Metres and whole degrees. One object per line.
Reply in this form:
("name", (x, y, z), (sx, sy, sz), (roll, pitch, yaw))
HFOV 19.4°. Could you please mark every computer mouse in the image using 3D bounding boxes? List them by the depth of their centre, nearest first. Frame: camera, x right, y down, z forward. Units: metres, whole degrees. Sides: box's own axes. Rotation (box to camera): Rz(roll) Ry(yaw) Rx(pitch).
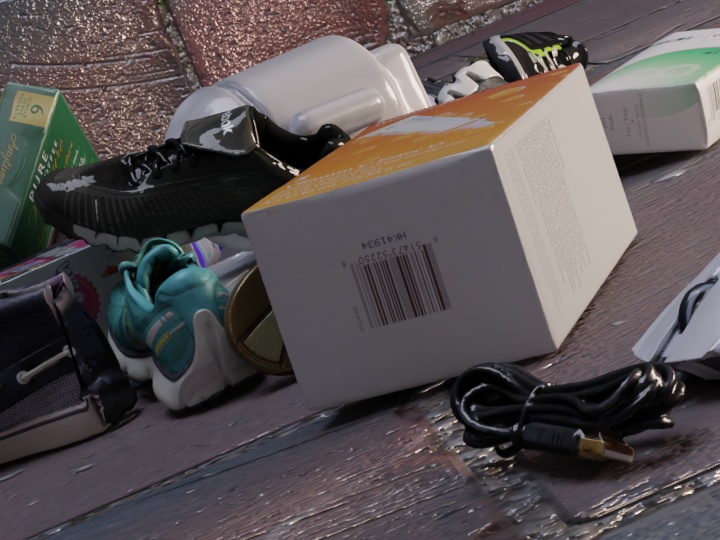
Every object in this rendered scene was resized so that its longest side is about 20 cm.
("computer mouse", (0.134, 0.012, 0.765), (0.200, 0.044, 0.110), (-26, 8, -24))

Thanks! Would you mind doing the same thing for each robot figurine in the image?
("robot figurine", (-0.047, -0.084, 1.394), (0.200, 0.113, 0.170), (-26, -2, -28))

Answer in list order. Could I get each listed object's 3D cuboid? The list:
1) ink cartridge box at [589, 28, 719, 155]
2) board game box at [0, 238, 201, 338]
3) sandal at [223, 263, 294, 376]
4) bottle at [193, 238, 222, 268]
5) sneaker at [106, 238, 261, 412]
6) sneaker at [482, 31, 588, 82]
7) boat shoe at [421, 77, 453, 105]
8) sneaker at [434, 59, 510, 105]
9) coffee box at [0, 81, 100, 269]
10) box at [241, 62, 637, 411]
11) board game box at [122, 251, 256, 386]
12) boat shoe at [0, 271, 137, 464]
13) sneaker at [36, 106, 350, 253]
("ink cartridge box", (0.156, -0.114, 1.364), (0.199, 0.050, 0.161), (0, 19, 30))
("board game box", (-0.213, 0.028, 1.354), (0.200, 0.064, 0.147), (-24, 8, -19))
("sandal", (0.000, 0.000, 1.148), (0.200, 0.080, 0.054), (-33, -9, -33))
("bottle", (-0.146, -0.024, 1.605), (0.065, 0.084, 0.200), (-41, 4, 11))
("sneaker", (-0.103, 0.018, 1.188), (0.077, 0.080, 0.200), (-23, 13, -15))
("sneaker", (0.162, -0.191, 1.896), (0.083, 0.072, 0.200), (-20, 9, 11))
("boat shoe", (0.068, -0.140, 1.850), (0.066, 0.070, 0.200), (-16, 8, -7))
("sneaker", (0.054, -0.045, 1.247), (0.090, 0.067, 0.200), (25, 56, 26))
("coffee box", (-0.227, -0.039, 1.513), (0.044, 0.123, 0.200), (12, -18, 11))
("box", (0.044, -0.021, 1.005), (0.124, 0.098, 0.200), (-15, 10, 20))
("board game box", (-0.099, 0.024, 1.380), (0.200, 0.026, 0.200), (-26, 9, -22))
("boat shoe", (-0.229, 0.068, 1.205), (0.199, 0.093, 0.075), (-20, 8, 16))
("sneaker", (-0.093, -0.061, 1.261), (0.199, 0.091, 0.067), (2, 36, -10))
